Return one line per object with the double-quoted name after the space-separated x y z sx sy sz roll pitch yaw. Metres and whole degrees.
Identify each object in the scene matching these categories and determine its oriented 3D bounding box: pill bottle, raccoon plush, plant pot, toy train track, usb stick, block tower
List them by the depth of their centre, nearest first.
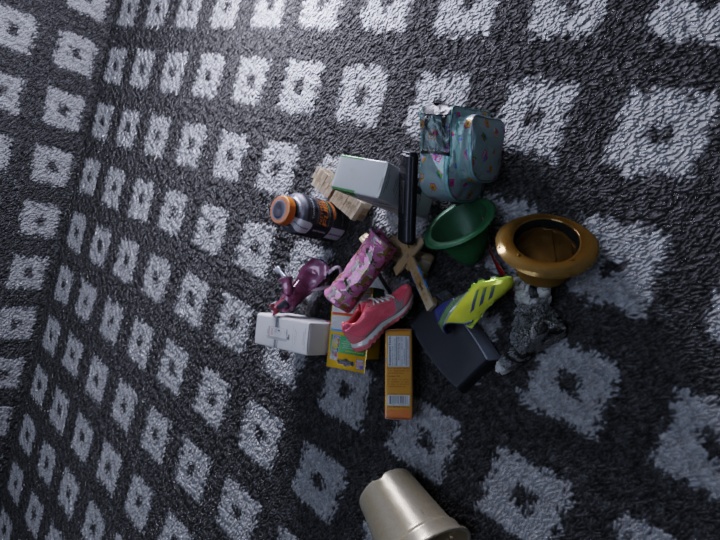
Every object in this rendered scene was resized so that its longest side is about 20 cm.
0.308 0.099 1.101 0.200 0.097 0.134 -42 53 28 "raccoon plush"
0.097 0.530 1.166 0.201 0.200 0.184 -59 42 17 "plant pot"
0.101 -0.153 1.186 0.055 0.033 0.200 -138 45 -64 "usb stick"
0.129 0.002 1.217 0.115 0.033 0.200 -52 44 39 "toy train track"
-0.135 -0.138 1.425 0.106 0.200 0.106 -6 81 39 "pill bottle"
-0.052 -0.200 1.460 0.200 0.058 0.054 45 112 36 "block tower"

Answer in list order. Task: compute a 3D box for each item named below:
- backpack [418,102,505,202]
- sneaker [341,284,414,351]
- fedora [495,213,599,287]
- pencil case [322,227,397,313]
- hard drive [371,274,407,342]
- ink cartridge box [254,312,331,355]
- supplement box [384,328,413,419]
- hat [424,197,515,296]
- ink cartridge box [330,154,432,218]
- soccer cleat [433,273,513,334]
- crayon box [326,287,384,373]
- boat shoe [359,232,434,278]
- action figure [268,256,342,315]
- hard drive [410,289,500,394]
0.209 -0.241 1.171 0.153 0.176 0.200 21 110 36 "backpack"
0.040 0.089 1.247 0.200 0.087 0.074 -44 18 -16 "sneaker"
0.349 -0.029 1.056 0.201 0.201 0.082 33 142 38 "fedora"
0.000 0.000 1.271 0.087 0.083 0.200 43 103 25 "pencil case"
0.017 0.081 1.378 0.140 0.033 0.200 -46 58 25 "hard drive"
-0.153 0.162 1.433 0.200 0.146 0.083 5 89 41 "ink cartridge box"
0.088 0.233 1.263 0.069 0.067 0.200 2 82 6 "supplement box"
0.249 -0.033 1.208 0.166 0.176 0.200 -21 29 28 "hat"
0.056 -0.190 1.276 0.147 0.200 0.083 18 92 39 "ink cartridge box"
0.233 0.069 1.120 0.200 0.065 0.084 -33 66 42 "soccer cleat"
-0.013 0.139 1.340 0.126 0.052 0.200 2 85 40 "crayon box"
0.087 -0.051 1.320 0.200 0.071 0.065 29 98 28 "boat shoe"
-0.157 0.059 1.436 0.149 0.200 0.134 21 137 25 "action figure"
0.198 0.153 1.212 0.135 0.042 0.200 -50 56 23 "hard drive"
